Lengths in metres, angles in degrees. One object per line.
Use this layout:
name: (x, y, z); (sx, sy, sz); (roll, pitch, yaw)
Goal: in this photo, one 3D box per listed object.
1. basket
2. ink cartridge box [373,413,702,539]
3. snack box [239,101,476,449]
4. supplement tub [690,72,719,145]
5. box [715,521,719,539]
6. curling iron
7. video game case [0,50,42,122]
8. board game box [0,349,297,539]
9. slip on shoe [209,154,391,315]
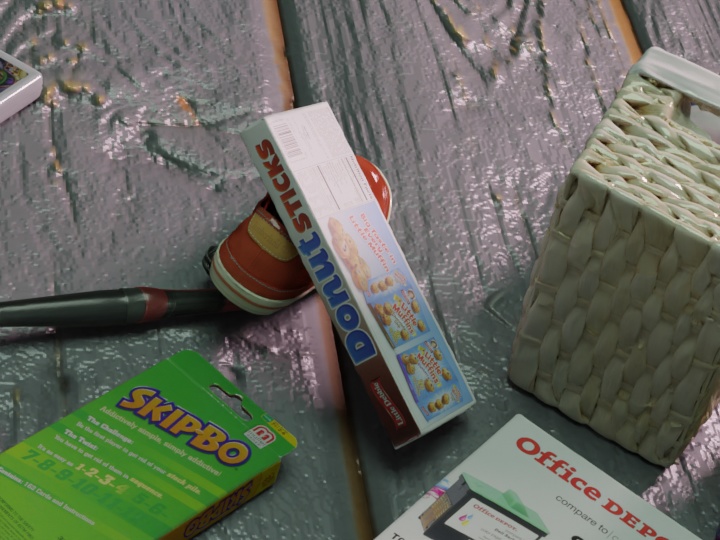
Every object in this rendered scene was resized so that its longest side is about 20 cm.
basket: (0.177, -0.003, 1.162); (0.135, 0.201, 0.123); (29, 47, 15)
ink cartridge box: (0.073, 0.183, 1.007); (0.144, 0.084, 0.200); (34, 44, 21)
snack box: (0.000, 0.000, 1.142); (0.072, 0.024, 0.201); (-21, 84, -59)
supplement tub: (0.280, -0.074, 1.309); (0.144, 0.145, 0.200); (34, 44, 20)
box: (0.330, 0.086, 1.104); (0.191, 0.201, 0.122); (23, 41, 10)
curling iron: (-0.135, 0.015, 1.175); (0.199, 0.026, 0.050); (-12, 51, -29)
video game case: (-0.335, -0.117, 1.264); (0.181, 0.023, 0.200); (30, 42, 16)
board game box: (-0.133, 0.115, 1.064); (0.095, 0.030, 0.199); (39, 49, 24)
slip on shoe: (-0.025, -0.033, 1.214); (0.074, 0.061, 0.200); (40, 28, 7)
